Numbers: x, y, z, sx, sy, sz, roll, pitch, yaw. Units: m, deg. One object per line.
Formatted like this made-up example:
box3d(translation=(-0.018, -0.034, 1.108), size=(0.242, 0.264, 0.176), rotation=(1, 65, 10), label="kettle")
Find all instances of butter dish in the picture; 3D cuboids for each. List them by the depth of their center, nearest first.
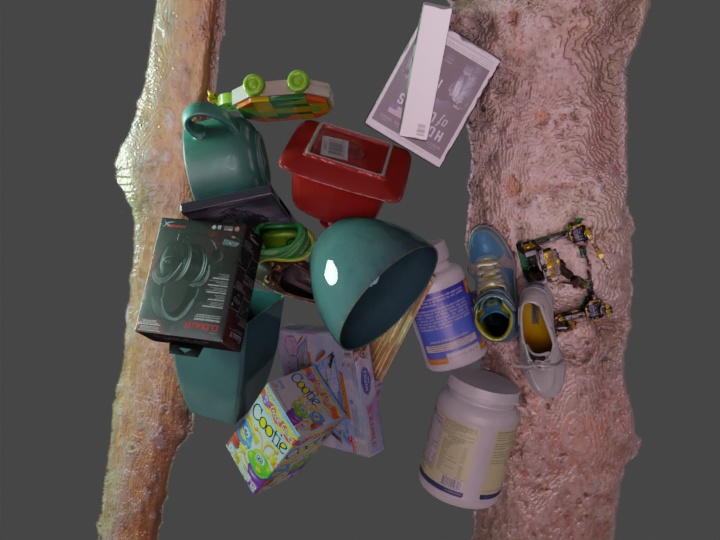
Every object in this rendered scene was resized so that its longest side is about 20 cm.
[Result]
box3d(translation=(-0.032, -0.133, 1.216), size=(0.197, 0.201, 0.149), rotation=(17, 124, -1), label="butter dish")

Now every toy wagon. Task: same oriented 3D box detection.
box3d(translation=(-0.143, -0.268, 1.193), size=(0.197, 0.155, 0.040), rotation=(-4, 85, 4), label="toy wagon")

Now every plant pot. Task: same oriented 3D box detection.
box3d(translation=(0.000, 0.000, 1.128), size=(0.135, 0.200, 0.201), rotation=(43, 100, 23), label="plant pot")
box3d(translation=(-0.224, 0.142, 1.265), size=(0.139, 0.141, 0.203), rotation=(12, 109, 17), label="plant pot")

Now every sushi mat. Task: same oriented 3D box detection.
box3d(translation=(0.040, 0.074, 1.224), size=(0.095, 0.012, 0.202), rotation=(32, 105, 20), label="sushi mat")

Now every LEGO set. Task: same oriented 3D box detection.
box3d(translation=(0.336, 0.019, 1.236), size=(0.151, 0.116, 0.203), rotation=(-6, 100, 4), label="LEGO set")

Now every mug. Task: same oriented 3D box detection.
box3d(translation=(-0.209, -0.172, 1.199), size=(0.113, 0.185, 0.154), rotation=(-10, 83, 1), label="mug")

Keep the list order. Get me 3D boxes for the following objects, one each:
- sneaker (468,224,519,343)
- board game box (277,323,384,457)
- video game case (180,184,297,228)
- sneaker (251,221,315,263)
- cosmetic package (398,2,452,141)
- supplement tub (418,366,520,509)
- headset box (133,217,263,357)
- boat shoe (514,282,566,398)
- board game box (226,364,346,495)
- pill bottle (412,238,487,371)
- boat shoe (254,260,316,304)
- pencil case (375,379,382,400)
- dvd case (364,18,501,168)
box3d(translation=(0.215, 0.023, 1.226), size=(0.079, 0.130, 0.203), rotation=(-16, 87, 17), label="sneaker")
box3d(translation=(-0.054, 0.195, 1.262), size=(0.198, 0.041, 0.203), rotation=(1, 101, 47), label="board game box")
box3d(translation=(-0.188, -0.086, 1.208), size=(0.141, 0.200, 0.019), rotation=(-12, 78, 4), label="video game case")
box3d(translation=(-0.174, -0.044, 1.230), size=(0.197, 0.084, 0.075), rotation=(-14, 61, 4), label="sneaker")
box3d(translation=(0.101, -0.309, 1.189), size=(0.050, 0.083, 0.203), rotation=(11, 99, 4), label="cosmetic package")
box3d(translation=(0.187, 0.279, 1.274), size=(0.143, 0.145, 0.203), rotation=(13, 100, 1), label="supplement tub")
box3d(translation=(-0.244, 0.031, 1.141), size=(0.147, 0.077, 0.203), rotation=(6, 73, 16), label="headset box")
box3d(translation=(0.282, 0.127, 1.189), size=(0.074, 0.086, 0.205), rotation=(1, 115, 23), label="boat shoe")
box3d(translation=(-0.127, 0.266, 1.250), size=(0.105, 0.102, 0.201), rotation=(53, 133, 21), label="board game box")
box3d(translation=(0.132, 0.055, 1.257), size=(0.111, 0.112, 0.203), rotation=(-17, 99, 6), label="pill bottle")
box3d(translation=(-0.128, 0.004, 1.283), size=(0.197, 0.070, 0.071), rotation=(18, 104, 1), label="boat shoe")
box3d(translation=(0.010, 0.181, 1.301), size=(0.085, 0.084, 0.203), rotation=(0, 104, -33), label="pencil case")
box3d(translation=(0.117, -0.294, 1.243), size=(0.149, 0.025, 0.202), rotation=(30, 99, -2), label="dvd case")
